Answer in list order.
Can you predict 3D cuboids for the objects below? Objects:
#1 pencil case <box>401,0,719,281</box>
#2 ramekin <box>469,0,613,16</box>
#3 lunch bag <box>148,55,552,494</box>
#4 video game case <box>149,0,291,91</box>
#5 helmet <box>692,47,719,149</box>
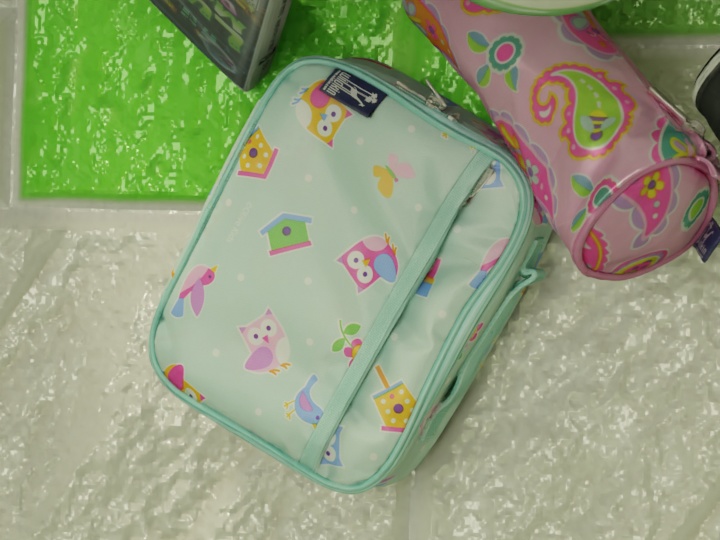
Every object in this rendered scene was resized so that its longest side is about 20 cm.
[{"bbox_3d":[0.094,-0.087,1.379,0.087,0.087,0.200,-43,55,16],"label":"pencil case"},{"bbox_3d":[0.071,-0.205,1.248,0.200,0.200,0.098,-63,33,10],"label":"ramekin"},{"bbox_3d":[0.000,0.000,1.446,0.160,0.077,0.200,32,101,20],"label":"lunch bag"},{"bbox_3d":[-0.113,-0.183,1.426,0.200,0.182,0.023,44,77,3],"label":"video game case"},{"bbox_3d":[0.247,-0.112,1.292,0.199,0.200,0.191,1,86,22],"label":"helmet"}]
